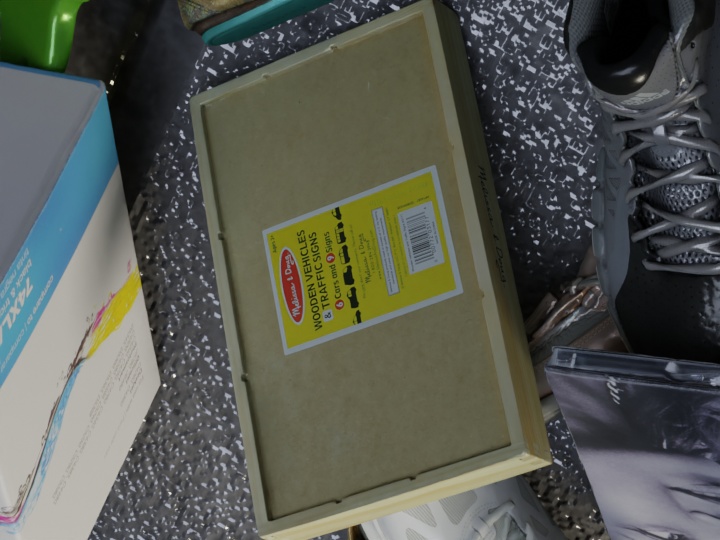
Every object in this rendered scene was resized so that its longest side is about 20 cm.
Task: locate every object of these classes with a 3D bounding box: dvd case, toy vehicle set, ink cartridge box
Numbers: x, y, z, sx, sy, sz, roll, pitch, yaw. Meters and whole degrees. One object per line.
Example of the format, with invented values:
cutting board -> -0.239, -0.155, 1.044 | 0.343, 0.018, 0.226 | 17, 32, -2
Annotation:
dvd case -> 0.164, 0.093, 0.780 | 0.148, 0.016, 0.200 | 6, 150, 22
toy vehicle set -> 0.000, 0.000, 0.805 | 0.124, 0.026, 0.201 | -19, 70, 24
ink cartridge box -> -0.187, 0.026, 0.831 | 0.146, 0.146, 0.201 | 11, 140, 13

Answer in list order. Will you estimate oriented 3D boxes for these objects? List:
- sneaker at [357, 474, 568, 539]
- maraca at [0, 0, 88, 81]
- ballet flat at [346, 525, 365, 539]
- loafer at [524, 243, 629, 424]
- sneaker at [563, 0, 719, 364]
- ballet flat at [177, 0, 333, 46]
sneaker -> 0.085, 0.133, 0.824 | 0.201, 0.076, 0.115 | 50, 159, -27
maraca -> -0.118, -0.168, 0.790 | 0.106, 0.138, 0.200 | 3, 136, -31
ballet flat -> 0.020, 0.086, 0.874 | 0.068, 0.063, 0.201 | 1, 111, 19
loafer -> 0.126, 0.002, 0.813 | 0.199, 0.072, 0.063 | -32, 83, 19
sneaker -> 0.109, -0.044, 0.725 | 0.075, 0.115, 0.201 | -9, 85, 21
ballet flat -> 0.010, -0.148, 0.786 | 0.199, 0.071, 0.071 | -14, 106, 22
